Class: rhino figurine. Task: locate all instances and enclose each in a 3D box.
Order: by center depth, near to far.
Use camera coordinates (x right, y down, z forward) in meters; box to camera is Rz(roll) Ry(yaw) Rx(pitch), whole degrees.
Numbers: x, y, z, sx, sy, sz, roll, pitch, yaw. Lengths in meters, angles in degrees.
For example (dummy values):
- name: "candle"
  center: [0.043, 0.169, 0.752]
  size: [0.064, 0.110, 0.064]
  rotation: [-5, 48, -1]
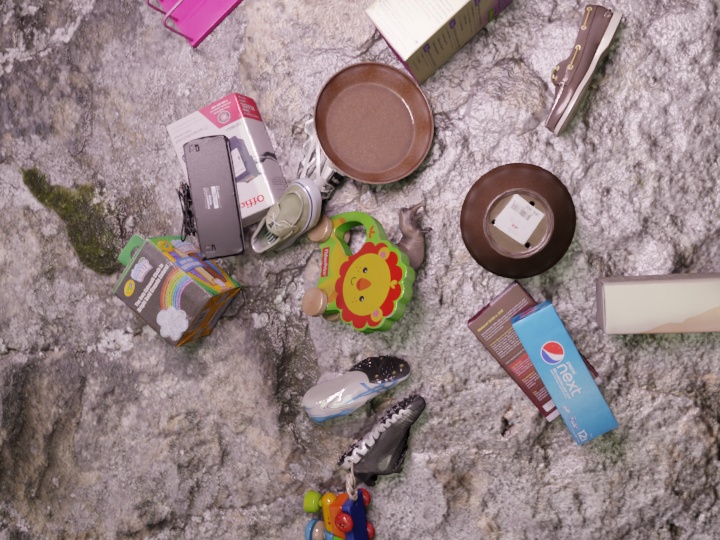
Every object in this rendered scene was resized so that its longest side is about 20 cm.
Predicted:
- name: "rhino figurine"
  center: [0.059, -0.023, 1.038]
  size: [0.087, 0.060, 0.201]
  rotation: [33, 104, 15]

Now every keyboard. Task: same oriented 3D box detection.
- name: "keyboard"
  center: [-0.256, -0.120, 1.042]
  size: [0.103, 0.040, 0.203]
  rotation: [-8, 94, -8]

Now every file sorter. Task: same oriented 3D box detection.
- name: "file sorter"
  center: [-0.320, -0.518, 1.054]
  size: [0.139, 0.125, 0.201]
  rotation: [-38, 86, 13]

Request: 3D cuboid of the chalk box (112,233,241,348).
- name: "chalk box"
  center: [-0.340, 0.019, 1.110]
  size: [0.200, 0.124, 0.125]
  rotation: [41, 104, 8]

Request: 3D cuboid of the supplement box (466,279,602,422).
- name: "supplement box"
  center: [0.276, 0.126, 1.000]
  size: [0.109, 0.061, 0.200]
  rotation: [-41, 86, 13]

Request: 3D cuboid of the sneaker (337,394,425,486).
- name: "sneaker"
  center: [0.054, 0.297, 1.070]
  size: [0.091, 0.066, 0.200]
  rotation: [45, 107, 3]

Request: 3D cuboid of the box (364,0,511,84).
- name: "box"
  center: [0.124, -0.397, 0.930]
  size: [0.199, 0.176, 0.097]
  rotation: [-40, 86, 14]

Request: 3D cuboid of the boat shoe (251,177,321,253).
- name: "boat shoe"
  center: [-0.123, -0.079, 1.023]
  size: [0.072, 0.062, 0.200]
  rotation: [54, 145, 8]

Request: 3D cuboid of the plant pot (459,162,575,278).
- name: "plant pot"
  center: [0.232, -0.072, 0.921]
  size: [0.184, 0.200, 0.190]
  rotation: [1, 95, 14]

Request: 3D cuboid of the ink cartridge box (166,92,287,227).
- name: "ink cartridge box"
  center: [-0.225, -0.180, 1.082]
  size: [0.143, 0.084, 0.202]
  rotation: [-21, 90, 16]

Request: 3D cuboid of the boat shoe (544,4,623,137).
- name: "boat shoe"
  center: [0.326, -0.303, 0.945]
  size: [0.059, 0.072, 0.202]
  rotation: [27, 97, 16]

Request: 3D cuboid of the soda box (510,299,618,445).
- name: "soda box"
  center: [0.302, 0.150, 0.932]
  size: [0.067, 0.064, 0.202]
  rotation: [-29, 88, 12]

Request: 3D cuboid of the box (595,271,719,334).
- name: "box"
  center: [0.461, 0.048, 0.931]
  size: [0.197, 0.095, 0.079]
  rotation: [-3, 95, 15]

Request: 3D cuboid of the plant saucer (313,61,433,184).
- name: "plant saucer"
  center: [0.020, -0.236, 1.012]
  size: [0.198, 0.037, 0.203]
  rotation: [1, 83, -11]

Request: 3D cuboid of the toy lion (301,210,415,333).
- name: "toy lion"
  center: [0.000, 0.000, 0.991]
  size: [0.190, 0.068, 0.203]
  rotation: [-10, 70, 36]

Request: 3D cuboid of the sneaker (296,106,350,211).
- name: "sneaker"
  center: [-0.055, -0.170, 1.047]
  size: [0.087, 0.074, 0.203]
  rotation: [9, 98, 15]

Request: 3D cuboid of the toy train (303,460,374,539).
- name: "toy train"
  center: [-0.049, 0.405, 1.083]
  size: [0.114, 0.085, 0.202]
  rotation: [2, 109, 27]

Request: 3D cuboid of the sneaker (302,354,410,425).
- name: "sneaker"
  center: [-0.003, 0.207, 1.080]
  size: [0.198, 0.072, 0.073]
  rotation: [-24, 124, 8]
